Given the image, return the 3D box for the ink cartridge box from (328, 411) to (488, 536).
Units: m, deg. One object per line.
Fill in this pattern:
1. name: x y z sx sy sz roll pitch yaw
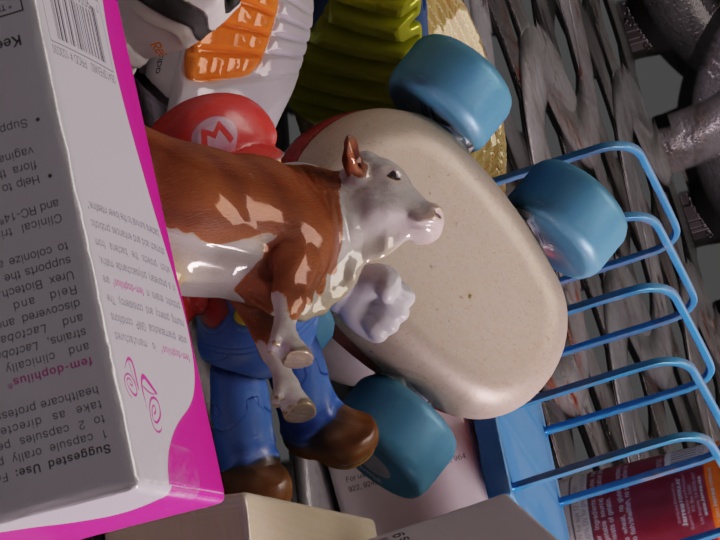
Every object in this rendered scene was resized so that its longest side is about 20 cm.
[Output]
1. ink cartridge box: 0.056 0.170 1.623 0.145 0.084 0.201 -4 79 -78

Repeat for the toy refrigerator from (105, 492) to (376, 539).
1. toy refrigerator: -0.048 0.143 1.263 0.200 0.070 0.076 25 58 -73

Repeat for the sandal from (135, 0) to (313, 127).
1. sandal: -0.081 -0.080 1.421 0.079 0.059 0.208 39 55 -41

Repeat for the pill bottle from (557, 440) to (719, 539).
1. pill bottle: 0.146 0.176 1.736 0.114 0.199 0.115 -15 90 -78

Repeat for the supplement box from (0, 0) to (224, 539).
1. supplement box: -0.126 -0.006 1.028 0.101 0.103 0.201 28 46 -73

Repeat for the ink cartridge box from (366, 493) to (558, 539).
1. ink cartridge box: 0.069 0.216 1.258 0.145 0.087 0.201 -145 -142 -68

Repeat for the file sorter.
1. file sorter: 0.128 0.050 1.620 0.139 0.122 0.201 53 23 -56

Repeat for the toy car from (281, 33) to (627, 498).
1. toy car: 0.000 0.000 1.528 0.177 0.185 0.200 45 -20 -18

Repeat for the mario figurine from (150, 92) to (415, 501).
1. mario figurine: -0.045 0.015 1.324 0.124 0.105 0.201 -60 140 -54

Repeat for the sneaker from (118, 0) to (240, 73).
1. sneaker: -0.111 -0.192 1.361 0.074 0.080 0.201 -14 86 -75

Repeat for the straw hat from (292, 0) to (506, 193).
1. straw hat: 0.004 -0.094 1.716 0.201 0.085 0.202 41 41 -48

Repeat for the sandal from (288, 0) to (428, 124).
1. sandal: 0.010 -0.147 1.525 0.200 0.079 0.087 106 2 -52

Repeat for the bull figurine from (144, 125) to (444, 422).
1. bull figurine: -0.058 -0.010 1.219 0.065 0.199 0.122 -53 -146 45
